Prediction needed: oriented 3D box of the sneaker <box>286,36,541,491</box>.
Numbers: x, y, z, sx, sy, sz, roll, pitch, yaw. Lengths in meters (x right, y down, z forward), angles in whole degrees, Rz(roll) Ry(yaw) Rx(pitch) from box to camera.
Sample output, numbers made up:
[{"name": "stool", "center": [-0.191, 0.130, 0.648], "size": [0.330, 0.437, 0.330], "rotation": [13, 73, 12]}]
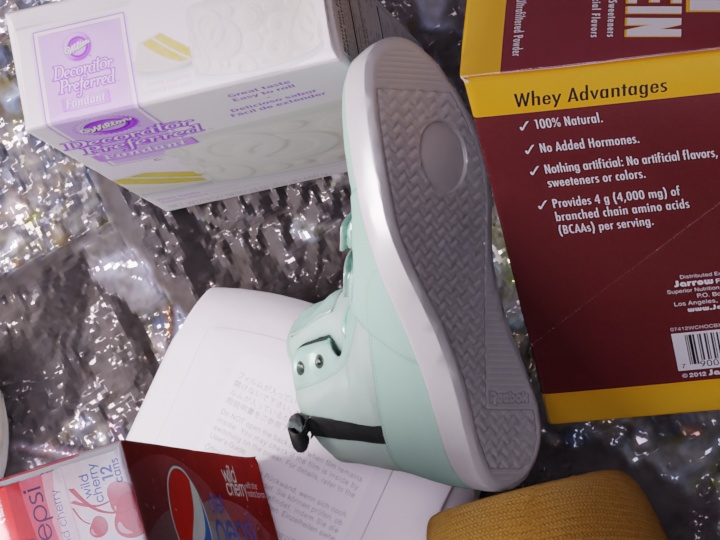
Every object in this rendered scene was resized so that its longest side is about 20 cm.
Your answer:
[{"name": "sneaker", "center": [0.000, 0.000, 1.278], "size": [0.118, 0.074, 0.201], "rotation": [0, 109, 43]}]

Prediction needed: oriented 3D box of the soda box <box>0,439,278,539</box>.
[{"name": "soda box", "center": [-0.090, 0.116, 1.255], "size": [0.063, 0.200, 0.070], "rotation": [-18, 80, 11]}]

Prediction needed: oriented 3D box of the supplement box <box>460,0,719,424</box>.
[{"name": "supplement box", "center": [0.160, -0.058, 1.267], "size": [0.196, 0.200, 0.133], "rotation": [-6, 41, 12]}]

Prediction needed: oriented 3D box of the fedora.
[{"name": "fedora", "center": [0.084, 0.136, 1.290], "size": [0.200, 0.201, 0.082], "rotation": [-14, 73, 11]}]

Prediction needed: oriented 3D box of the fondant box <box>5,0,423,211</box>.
[{"name": "fondant box", "center": [-0.057, -0.084, 1.337], "size": [0.144, 0.200, 0.058], "rotation": [-12, 77, 12]}]

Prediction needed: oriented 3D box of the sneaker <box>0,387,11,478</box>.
[{"name": "sneaker", "center": [-0.243, 0.128, 1.417], "size": [0.070, 0.093, 0.200], "rotation": [38, 94, 13]}]

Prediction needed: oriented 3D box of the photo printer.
[{"name": "photo printer", "center": [-0.039, 0.116, 1.382], "size": [0.166, 0.069, 0.201], "rotation": [24, 90, 14]}]
